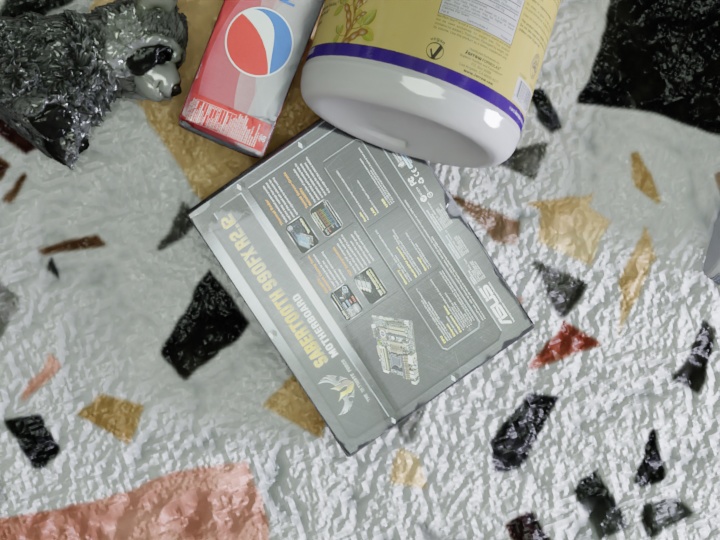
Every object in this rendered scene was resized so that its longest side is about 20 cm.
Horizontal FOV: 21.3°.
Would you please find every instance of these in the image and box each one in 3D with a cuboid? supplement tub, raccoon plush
[{"bbox_3d":[0.056,-0.181,1.215,0.144,0.145,0.202,18,81,-7],"label":"supplement tub"},{"bbox_3d":[-0.206,-0.166,1.256,0.200,0.097,0.134,39,81,-6],"label":"raccoon plush"}]

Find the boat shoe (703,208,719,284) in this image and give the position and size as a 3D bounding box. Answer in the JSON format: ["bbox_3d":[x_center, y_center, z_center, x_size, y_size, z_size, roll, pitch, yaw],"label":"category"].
[{"bbox_3d":[0.301,-0.079,1.319,0.067,0.072,0.202,18,94,-5],"label":"boat shoe"}]

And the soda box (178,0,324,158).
[{"bbox_3d":[-0.058,-0.178,1.276,0.063,0.070,0.202,22,90,-5],"label":"soda box"}]

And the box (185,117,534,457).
[{"bbox_3d":[0.000,0.000,1.303,0.158,0.048,0.201,-35,95,-2],"label":"box"}]
